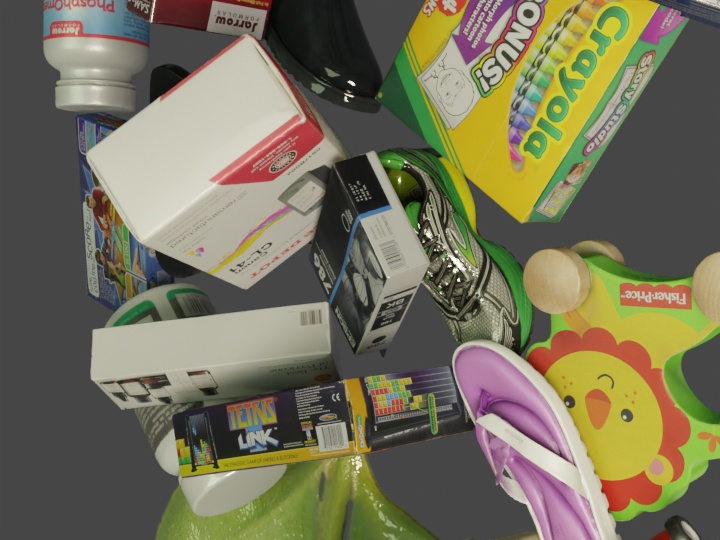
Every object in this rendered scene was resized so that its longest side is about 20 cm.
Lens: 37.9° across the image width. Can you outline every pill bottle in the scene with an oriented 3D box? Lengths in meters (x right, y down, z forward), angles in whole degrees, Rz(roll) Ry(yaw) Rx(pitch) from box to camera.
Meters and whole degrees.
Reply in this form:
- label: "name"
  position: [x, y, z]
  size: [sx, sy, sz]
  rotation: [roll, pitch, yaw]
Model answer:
- label: "pill bottle"
  position: [-0.155, 0.120, 0.985]
  size: [0.113, 0.113, 0.200]
  rotation: [-49, 60, 31]
- label: "pill bottle"
  position: [-0.273, -0.267, 1.088]
  size: [0.109, 0.109, 0.200]
  rotation: [3, 93, 42]

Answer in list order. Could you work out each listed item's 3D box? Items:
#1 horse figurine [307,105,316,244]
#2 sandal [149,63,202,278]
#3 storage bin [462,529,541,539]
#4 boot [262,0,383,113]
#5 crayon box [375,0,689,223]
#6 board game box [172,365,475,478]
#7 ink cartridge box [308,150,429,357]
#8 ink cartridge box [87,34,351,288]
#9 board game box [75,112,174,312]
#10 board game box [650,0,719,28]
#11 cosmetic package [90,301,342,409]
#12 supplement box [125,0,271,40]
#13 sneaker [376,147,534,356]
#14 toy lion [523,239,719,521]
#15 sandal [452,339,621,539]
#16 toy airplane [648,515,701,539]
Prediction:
- label: "horse figurine"
  position: [-0.106, -0.082, 0.982]
  size: [0.200, 0.050, 0.133]
  rotation: [-2, 85, 41]
- label: "sandal"
  position: [-0.171, -0.089, 0.970]
  size: [0.076, 0.043, 0.200]
  rotation: [9, 106, 37]
- label: "storage bin"
  position: [0.079, 0.294, 0.720]
  size: [0.094, 0.200, 0.199]
  rotation: [-25, 74, 37]
- label: "boot"
  position: [-0.017, -0.250, 0.879]
  size: [0.200, 0.076, 0.168]
  rotation: [52, 126, 36]
- label: "crayon box"
  position: [0.123, -0.164, 0.766]
  size: [0.173, 0.058, 0.200]
  rotation: [45, 119, 32]
- label: "board game box"
  position: [-0.022, 0.117, 0.829]
  size: [0.200, 0.165, 0.057]
  rotation: [-16, 81, 41]
- label: "ink cartridge box"
  position: [0.000, 0.000, 0.823]
  size: [0.200, 0.039, 0.100]
  rotation: [106, 141, -64]
- label: "ink cartridge box"
  position: [-0.089, -0.073, 0.802]
  size: [0.148, 0.200, 0.086]
  rotation: [-37, 72, 6]
- label: "board game box"
  position: [-0.241, -0.051, 1.077]
  size: [0.135, 0.034, 0.200]
  rotation: [23, 119, 44]
- label: "board game box"
  position: [0.233, -0.250, 0.622]
  size: [0.200, 0.062, 0.200]
  rotation: [22, 98, 9]
- label: "cosmetic package"
  position: [-0.119, 0.075, 0.895]
  size: [0.200, 0.083, 0.051]
  rotation: [-7, 66, 4]
- label: "supplement box"
  position: [-0.117, -0.299, 0.863]
  size: [0.061, 0.109, 0.200]
  rotation: [38, 120, 50]
- label: "sneaker"
  position: [0.060, -0.008, 0.808]
  size: [0.078, 0.085, 0.200]
  rotation: [-44, 64, 33]
- label: "toy lion"
  position: [0.191, 0.077, 0.712]
  size: [0.200, 0.069, 0.192]
  rotation: [1, 99, 43]
- label: "sandal"
  position: [0.120, 0.139, 0.733]
  size: [0.082, 0.050, 0.203]
  rotation: [-43, 73, 47]
- label: "toy airplane"
  position: [0.230, 0.259, 0.623]
  size: [0.200, 0.141, 0.199]
  rotation: [-5, 55, 55]
